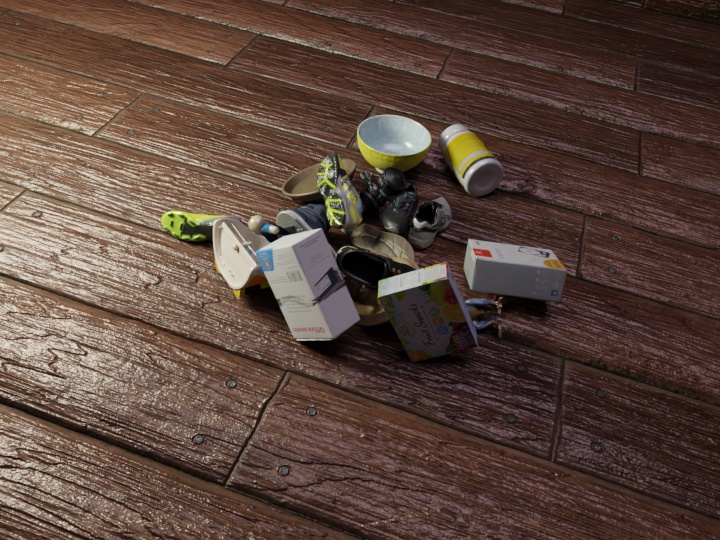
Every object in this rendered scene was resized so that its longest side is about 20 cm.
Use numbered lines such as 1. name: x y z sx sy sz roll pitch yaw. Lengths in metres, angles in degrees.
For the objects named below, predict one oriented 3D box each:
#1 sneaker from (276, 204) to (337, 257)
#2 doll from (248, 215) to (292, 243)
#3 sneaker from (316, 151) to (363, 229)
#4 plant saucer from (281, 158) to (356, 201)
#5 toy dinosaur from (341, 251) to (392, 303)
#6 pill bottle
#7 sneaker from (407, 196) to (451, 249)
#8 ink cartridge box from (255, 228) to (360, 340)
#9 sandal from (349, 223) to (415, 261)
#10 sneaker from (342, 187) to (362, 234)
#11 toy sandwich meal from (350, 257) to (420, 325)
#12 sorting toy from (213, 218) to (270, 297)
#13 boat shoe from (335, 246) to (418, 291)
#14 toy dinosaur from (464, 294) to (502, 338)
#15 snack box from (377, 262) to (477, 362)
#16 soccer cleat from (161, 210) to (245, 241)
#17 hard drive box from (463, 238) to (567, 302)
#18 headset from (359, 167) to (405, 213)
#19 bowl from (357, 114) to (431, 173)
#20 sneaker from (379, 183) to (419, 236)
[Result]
1. sneaker: -0.084 -0.071 1.617 0.203 0.077 0.146 50 31 9
2. doll: -0.163 -0.061 1.507 0.199 0.136 0.049 36 85 21
3. sneaker: -0.047 -0.183 1.642 0.076 0.075 0.202 9 62 -42
4. plant saucer: -0.102 -0.226 1.763 0.198 0.030 0.201 -15 28 8
5. toy dinosaur: 0.000 0.000 1.475 0.198 0.086 0.136 -23 23 1
6. pill bottle: 0.293 -0.302 1.892 0.113 0.115 0.201 -10 46 -18
7. sneaker: 0.180 -0.137 1.719 0.075 0.088 0.200 19 42 15
8. ink cartridge box: -0.105 0.031 1.384 0.084 0.202 0.144 -32 16 -35
9. sandal: 0.057 -0.048 1.628 0.199 0.054 0.081 30 79 40
10. sneaker: -0.029 -0.182 1.739 0.073 0.082 0.201 -5 44 -14
11. toy sandwich meal: 0.061 0.053 1.494 0.204 0.070 0.206 -21 39 18
12. sorting toy: -0.209 -0.023 1.539 0.179 0.108 0.200 -6 37 -35
13. boat shoe: 0.046 0.010 1.377 0.200 0.074 0.063 21 7 -11
14. toy dinosaur: 0.212 0.107 1.498 0.179 0.106 0.200 1 8 7
15. snack box: 0.132 0.085 1.358 0.141 0.201 0.053 -15 40 17
16. soccer cleat: -0.363 -0.102 1.635 0.198 0.065 0.084 7 13 6
17. hard drive box: 0.340 -0.002 1.566 0.198 0.078 0.156 7 18 -1
18. headset: 0.044 -0.207 1.709 0.094 0.123 0.200 49 13 -1
19. bowl: 0.085 -0.321 1.886 0.198 0.108 0.201 4 42 -4
20. sneaker: 0.097 -0.150 1.691 0.075 0.079 0.200 31 29 -9
